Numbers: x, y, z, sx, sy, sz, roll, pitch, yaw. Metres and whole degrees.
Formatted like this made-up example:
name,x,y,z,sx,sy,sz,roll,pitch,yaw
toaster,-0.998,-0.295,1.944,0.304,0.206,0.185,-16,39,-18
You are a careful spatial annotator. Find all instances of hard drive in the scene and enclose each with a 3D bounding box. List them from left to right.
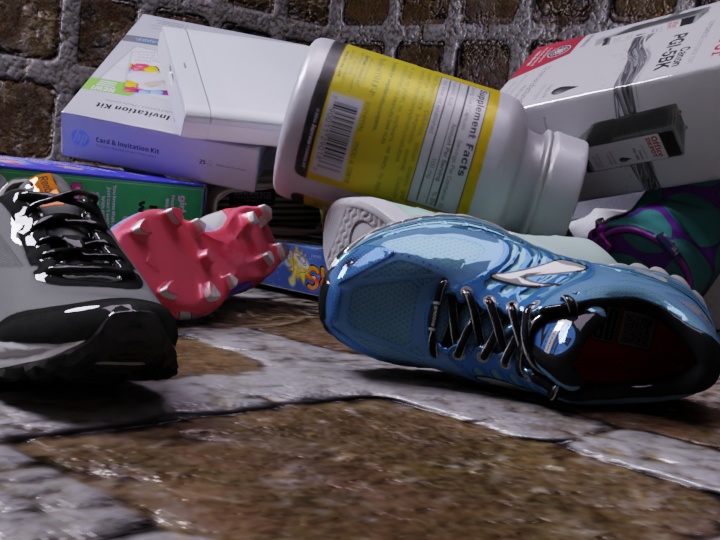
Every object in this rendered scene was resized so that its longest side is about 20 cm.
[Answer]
name,x,y,z,sx,sy,sz,roll,pitch,yaw
hard drive,-0.051,-0.138,0.869,0.197,0.027,0.133,4,38,-23

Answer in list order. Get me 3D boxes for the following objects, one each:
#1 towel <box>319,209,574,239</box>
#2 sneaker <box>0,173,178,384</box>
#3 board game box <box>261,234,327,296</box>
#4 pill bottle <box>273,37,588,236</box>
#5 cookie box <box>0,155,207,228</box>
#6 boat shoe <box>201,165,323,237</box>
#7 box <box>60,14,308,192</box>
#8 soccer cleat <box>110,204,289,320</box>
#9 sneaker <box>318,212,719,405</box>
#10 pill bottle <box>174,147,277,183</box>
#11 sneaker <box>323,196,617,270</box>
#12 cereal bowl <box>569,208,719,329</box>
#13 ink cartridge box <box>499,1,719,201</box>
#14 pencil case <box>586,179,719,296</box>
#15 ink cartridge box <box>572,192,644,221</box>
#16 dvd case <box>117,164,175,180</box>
name,x,y,z,sx,sy,sz,roll,pitch,yaw
towel,0.058,-0.050,0.844,0.197,0.023,0.144,5,35,-17
sneaker,-0.131,0.002,0.470,0.073,0.081,0.199,5,7,-31
board game box,0.000,0.000,0.851,0.198,0.035,0.134,11,6,41
pill bottle,0.048,-0.076,0.757,0.197,0.113,0.111,18,6,1
cookie box,-0.239,-0.042,0.812,0.169,0.077,0.198,11,7,40
boat shoe,-0.029,-0.052,0.892,0.196,0.073,0.062,-4,22,-12
box,-0.136,-0.142,0.910,0.153,0.042,0.201,11,36,3
soccer cleat,-0.111,-0.001,0.682,0.076,0.068,0.200,-25,0,21
sneaker,0.078,0.020,0.523,0.196,0.080,0.090,6,9,0
pill bottle,-0.124,-0.118,1.014,0.111,0.114,0.200,1,30,-45
sneaker,0.071,0.002,0.693,0.117,0.075,0.199,-8,23,-42
cereal bowl,0.240,-0.007,0.953,0.196,0.085,0.200,5,5,0
ink cartridge box,0.206,-0.124,0.815,0.198,0.084,0.147,-8,26,34
pencil case,0.235,-0.039,0.826,0.085,0.093,0.200,-39,2,46
ink cartridge box,0.194,-0.039,1.120,0.198,0.041,0.198,3,-15,-40
dvd case,-0.163,-0.063,1.004,0.146,0.022,0.200,43,0,-12
